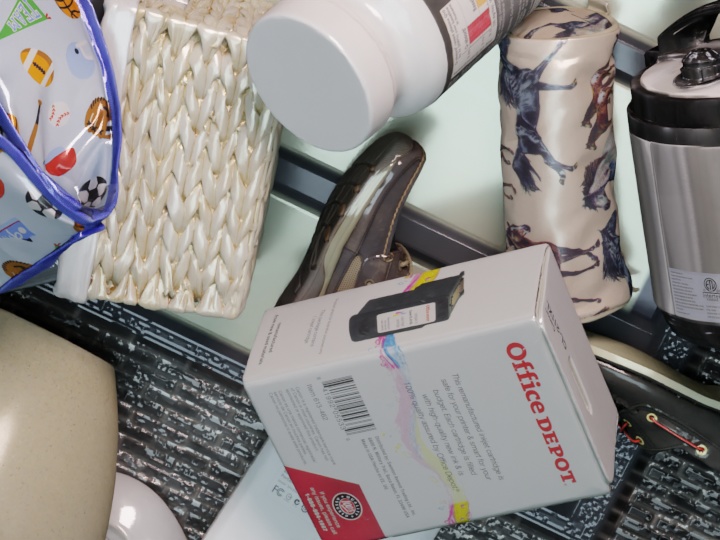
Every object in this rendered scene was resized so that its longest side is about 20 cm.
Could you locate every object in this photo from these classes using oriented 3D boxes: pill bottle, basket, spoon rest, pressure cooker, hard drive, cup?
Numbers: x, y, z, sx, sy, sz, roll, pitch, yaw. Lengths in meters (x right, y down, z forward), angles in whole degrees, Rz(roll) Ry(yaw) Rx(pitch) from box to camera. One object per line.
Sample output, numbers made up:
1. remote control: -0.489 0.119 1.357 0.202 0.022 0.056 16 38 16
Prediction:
1. pill bottle: 0.028 -0.164 1.503 0.116 0.200 0.117 27 141 25
2. basket: -0.113 -0.080 1.591 0.123 0.136 0.201 13 107 -1
3. spoon rest: -0.140 0.225 1.730 0.099 0.061 0.200 -45 84 15
4. pressure cooker: 0.253 -0.068 1.525 0.175 0.179 0.201 -8 106 12
5. hard drive: -0.043 0.203 1.681 0.131 0.026 0.201 34 85 -4
6. cup: -0.237 0.106 1.645 0.199 0.200 0.144 27 83 -2

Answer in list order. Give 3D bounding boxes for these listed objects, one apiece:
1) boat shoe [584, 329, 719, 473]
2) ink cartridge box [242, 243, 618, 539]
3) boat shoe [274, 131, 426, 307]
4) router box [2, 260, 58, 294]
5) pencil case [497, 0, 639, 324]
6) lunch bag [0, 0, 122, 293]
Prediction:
1. boat shoe: 0.197 0.091 1.633 0.200 0.074 0.063 25 100 -6
2. ink cartridge box: 0.048 0.082 1.577 0.199 0.083 0.146 -13 121 19
3. boat shoe: 0.000 0.000 1.639 0.073 0.075 0.201 24 117 -11
4. router box: -0.299 -0.048 1.662 0.199 0.051 0.150 -14 104 9
5. pencil case: 0.131 -0.070 1.592 0.077 0.089 0.201 10 111 42
6. lunch bag: -0.233 -0.090 1.509 0.170 0.123 0.201 -29 79 46
